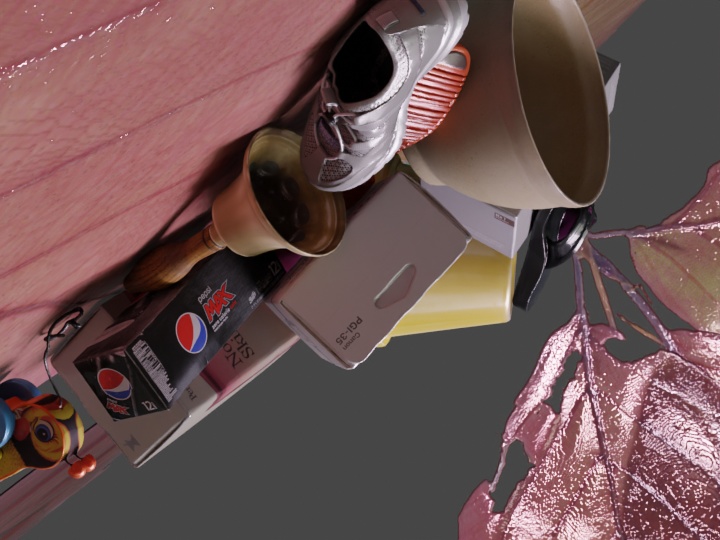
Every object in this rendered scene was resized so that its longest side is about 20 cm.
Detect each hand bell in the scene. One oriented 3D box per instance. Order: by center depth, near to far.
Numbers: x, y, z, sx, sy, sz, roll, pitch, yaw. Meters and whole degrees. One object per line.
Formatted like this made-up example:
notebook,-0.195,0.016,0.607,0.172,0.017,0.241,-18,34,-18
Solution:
hand bell,-0.119,-0.025,1.014,0.200,0.104,0.104,-25,-174,35

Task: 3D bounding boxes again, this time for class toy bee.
toy bee,-0.276,0.139,1.059,0.200,0.109,0.131,-42,175,40

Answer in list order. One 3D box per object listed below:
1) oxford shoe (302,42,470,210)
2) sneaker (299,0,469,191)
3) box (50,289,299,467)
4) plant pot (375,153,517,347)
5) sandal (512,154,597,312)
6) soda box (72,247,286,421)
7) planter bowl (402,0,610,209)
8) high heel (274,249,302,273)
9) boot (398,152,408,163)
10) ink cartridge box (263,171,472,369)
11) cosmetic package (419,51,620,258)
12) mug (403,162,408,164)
oxford shoe,0.004,-0.124,1.017,0.071,0.073,0.200,10,139,-45
sneaker,-0.006,-0.124,0.894,0.082,0.075,0.200,-29,159,-40
box,-0.160,0.065,1.201,0.109,0.128,0.200,-42,177,40
plant pot,0.062,-0.020,1.308,0.189,0.201,0.201,3,-176,8
sandal,0.190,-0.033,1.217,0.075,0.048,0.201,-53,162,-35
soda box,-0.146,0.037,1.085,0.071,0.063,0.200,-15,-156,38
planter bowl,0.109,-0.141,1.085,0.135,0.201,0.200,-9,-166,31
high heel,-0.031,-0.061,1.197,0.200,0.096,0.067,-39,177,-1
boot,0.068,-0.144,1.443,0.074,0.076,0.200,-39,177,25
ink cartridge box,0.000,0.000,1.088,0.147,0.083,0.200,-47,-175,-6
cosmetic package,0.149,-0.124,1.212,0.200,0.107,0.090,-53,161,-18
mug,0.048,-0.064,1.547,0.185,0.152,0.114,-58,-177,-17
